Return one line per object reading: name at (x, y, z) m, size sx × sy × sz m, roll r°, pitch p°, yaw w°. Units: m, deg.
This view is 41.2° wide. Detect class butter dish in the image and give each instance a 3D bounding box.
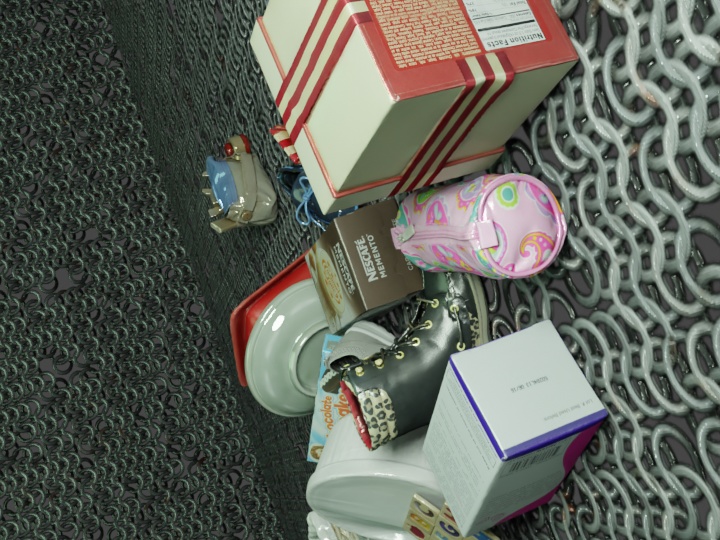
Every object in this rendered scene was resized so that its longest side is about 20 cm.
butter dish at (-0.075, 0.093, 1.394) m, size 0.147 × 0.199 × 0.201 m, roll 35°, pitch 148°, yaw 25°

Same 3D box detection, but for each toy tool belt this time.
toy tool belt at (-0.230, -0.154, 1.682) m, size 0.126 × 0.122 × 0.201 m, roll 94°, pitch 153°, yaw -52°

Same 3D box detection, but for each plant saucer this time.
plant saucer at (-0.059, 0.111, 1.284) m, size 0.050 × 0.199 × 0.202 m, roll 29°, pitch 136°, yaw 50°

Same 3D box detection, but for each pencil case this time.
pencil case at (0.094, -0.036, 0.820) m, size 0.200 × 0.087 × 0.088 m, roll -174°, pitch 66°, yaw -71°

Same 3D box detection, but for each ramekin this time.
ramekin at (0.041, 0.235, 1.102) m, size 0.203 × 0.200 × 0.095 m, roll 97°, pitch -175°, yaw -55°

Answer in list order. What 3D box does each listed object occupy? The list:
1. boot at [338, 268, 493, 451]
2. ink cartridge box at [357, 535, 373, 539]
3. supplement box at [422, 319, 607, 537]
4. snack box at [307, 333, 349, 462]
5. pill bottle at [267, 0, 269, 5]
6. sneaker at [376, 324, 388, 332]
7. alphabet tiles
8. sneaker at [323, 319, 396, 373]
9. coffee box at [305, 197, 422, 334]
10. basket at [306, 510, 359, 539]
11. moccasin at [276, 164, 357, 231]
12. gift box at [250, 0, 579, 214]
boot at (0.049, 0.066, 0.944) m, size 0.073 × 0.152 × 0.206 m, roll -173°, pitch 65°, yaw -72°
ink cartridge box at (0.066, 0.372, 1.281) m, size 0.068 × 0.115 × 0.202 m, roll 144°, pitch 108°, yaw -73°
supplement box at (0.130, 0.148, 0.862) m, size 0.201 × 0.100 × 0.104 m, roll 97°, pitch 150°, yaw -55°
snack box at (-0.002, 0.176, 1.238) m, size 0.037 × 0.115 × 0.202 m, roll -80°, pitch -1°, yaw -53°
pill bottle at (-0.039, -0.265, 0.962) m, size 0.201 × 0.111 × 0.112 m, roll 95°, pitch 151°, yaw -54°
sneaker at (0.017, 0.151, 1.300) m, size 0.081 × 0.074 × 0.202 m, roll -116°, pitch 17°, yaw -55°
alphabet tiles at (0.132, 0.316, 1.023) m, size 0.199 × 0.006 × 0.167 m, roll 33°, pitch 150°, yaw 16°
sneaker at (0.044, 0.128, 1.089) m, size 0.199 × 0.082 × 0.075 m, roll 20°, pitch 132°, yaw 39°
coffee box at (0.000, 0.000, 1.168) m, size 0.200 × 0.079 × 0.116 m, roll 136°, pitch 114°, yaw -72°
basket at (0.028, 0.452, 1.411) m, size 0.201 × 0.159 × 0.199 m, roll 91°, pitch 155°, yaw -51°
moccasin at (-0.061, -0.094, 1.258) m, size 0.200 × 0.067 × 0.081 m, roll -151°, pitch 68°, yaw -65°
gift box at (0.030, -0.174, 0.733) m, size 0.202 × 0.183 × 0.187 m, roll 70°, pitch 155°, yaw 17°
